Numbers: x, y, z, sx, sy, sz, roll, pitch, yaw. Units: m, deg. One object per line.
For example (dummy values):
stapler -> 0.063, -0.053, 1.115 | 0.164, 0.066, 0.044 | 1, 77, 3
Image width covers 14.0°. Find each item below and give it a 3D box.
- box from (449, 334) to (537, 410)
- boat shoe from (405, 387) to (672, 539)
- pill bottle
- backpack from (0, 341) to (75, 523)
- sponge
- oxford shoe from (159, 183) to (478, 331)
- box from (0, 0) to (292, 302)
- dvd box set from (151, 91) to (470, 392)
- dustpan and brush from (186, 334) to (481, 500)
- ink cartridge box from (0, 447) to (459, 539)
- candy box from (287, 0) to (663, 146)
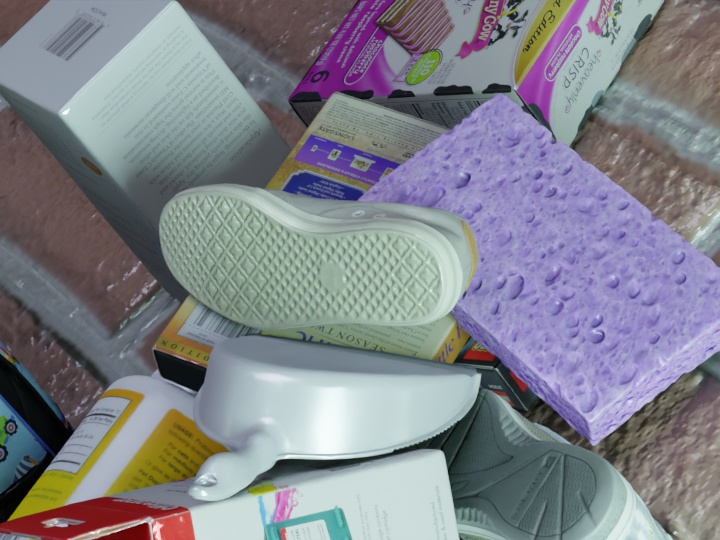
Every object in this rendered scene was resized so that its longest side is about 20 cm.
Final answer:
box -> 0.042, 0.020, 1.631 | 0.199, 0.035, 0.110 | 3, 49, 48
boat shoe -> 0.082, 0.112, 1.457 | 0.075, 0.065, 0.202 | -56, 29, -10
pill bottle -> -0.122, 0.134, 1.583 | 0.109, 0.109, 0.200 | 6, 52, 49
backpack -> -0.242, 0.095, 1.671 | 0.134, 0.200, 0.182 | -43, 32, -7
sponge -> 0.097, -0.004, 1.521 | 0.111, 0.030, 0.200 | -37, 55, -16
oxford shoe -> -0.021, -0.008, 1.521 | 0.199, 0.076, 0.058 | 6, 19, 36
box -> -0.113, -0.070, 1.749 | 0.097, 0.200, 0.124 | -45, 32, -11
dvd box set -> 0.000, 0.000, 1.578 | 0.146, 0.029, 0.200 | 18, 56, 24
dustpan and brush -> -0.037, 0.073, 1.425 | 0.139, 0.058, 0.200 | 8, 6, 21
ink cartridge box -> -0.065, 0.136, 1.421 | 0.199, 0.068, 0.116 | -11, 3, -25
candy box -> 0.068, -0.134, 1.780 | 0.199, 0.061, 0.137 | 1, 48, 46
